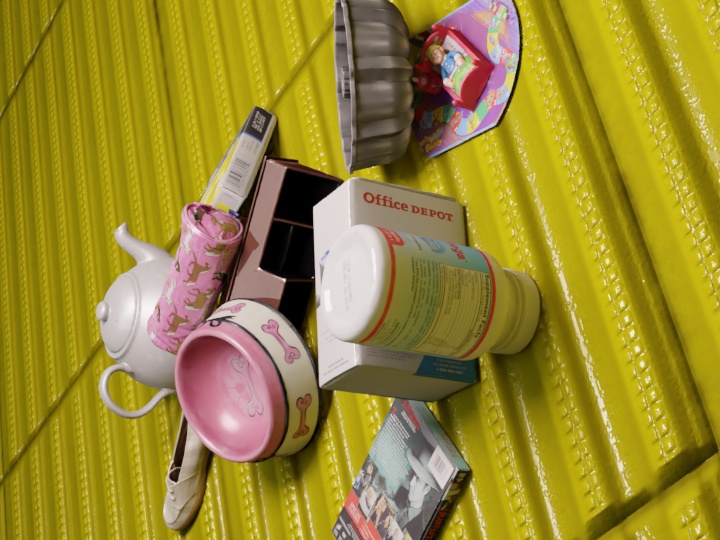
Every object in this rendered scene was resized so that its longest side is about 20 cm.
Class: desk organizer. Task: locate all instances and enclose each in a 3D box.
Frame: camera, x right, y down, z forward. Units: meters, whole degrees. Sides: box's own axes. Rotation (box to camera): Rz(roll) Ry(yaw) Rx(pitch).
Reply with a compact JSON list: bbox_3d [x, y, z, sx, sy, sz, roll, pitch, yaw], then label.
[{"bbox_3d":[-0.094,-0.030,1.749,0.076,0.071,0.202,21,101,30],"label":"desk organizer"}]

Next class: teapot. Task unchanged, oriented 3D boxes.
[{"bbox_3d":[-0.301,0.073,2.009,0.199,0.145,0.201,-63,36,26],"label":"teapot"}]

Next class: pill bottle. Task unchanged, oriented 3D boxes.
[{"bbox_3d":[0.069,0.026,1.359,0.108,0.198,0.110,-24,61,53],"label":"pill bottle"}]

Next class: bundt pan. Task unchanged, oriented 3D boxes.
[{"bbox_3d":[0.016,-0.212,1.588,0.202,0.075,0.205,175,90,-85],"label":"bundt pan"}]

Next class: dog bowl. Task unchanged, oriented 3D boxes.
[{"bbox_3d":[-0.142,0.139,1.710,0.199,0.073,0.203,16,116,36],"label":"dog bowl"}]

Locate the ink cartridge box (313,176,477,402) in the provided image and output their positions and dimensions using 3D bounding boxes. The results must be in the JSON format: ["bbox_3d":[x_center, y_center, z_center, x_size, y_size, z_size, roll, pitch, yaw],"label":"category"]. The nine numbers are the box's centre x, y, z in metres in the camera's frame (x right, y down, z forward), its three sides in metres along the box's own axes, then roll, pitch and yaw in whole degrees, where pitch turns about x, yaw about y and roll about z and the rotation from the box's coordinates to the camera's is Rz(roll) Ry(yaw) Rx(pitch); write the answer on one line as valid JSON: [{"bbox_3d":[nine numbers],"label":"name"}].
[{"bbox_3d":[0.034,0.022,1.471,0.086,0.145,0.202,-35,52,51],"label":"ink cartridge box"}]

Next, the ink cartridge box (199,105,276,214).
[{"bbox_3d":[-0.188,-0.091,1.898,0.200,0.047,0.199,-52,16,35],"label":"ink cartridge box"}]

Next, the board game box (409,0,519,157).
[{"bbox_3d":[0.095,-0.217,1.543,0.199,0.039,0.160,-23,62,55],"label":"board game box"}]

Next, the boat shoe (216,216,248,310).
[{"bbox_3d":[-0.147,0.035,1.853,0.070,0.069,0.203,69,-153,-76],"label":"boat shoe"}]

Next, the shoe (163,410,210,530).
[{"bbox_3d":[-0.237,0.258,1.934,0.070,0.053,0.202,40,115,56],"label":"shoe"}]

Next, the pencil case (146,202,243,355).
[{"bbox_3d":[-0.209,0.013,1.788,0.087,0.082,0.202,-52,-14,-58],"label":"pencil case"}]

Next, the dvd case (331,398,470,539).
[{"bbox_3d":[0.039,0.246,1.516,0.146,0.022,0.202,53,126,51],"label":"dvd case"}]
